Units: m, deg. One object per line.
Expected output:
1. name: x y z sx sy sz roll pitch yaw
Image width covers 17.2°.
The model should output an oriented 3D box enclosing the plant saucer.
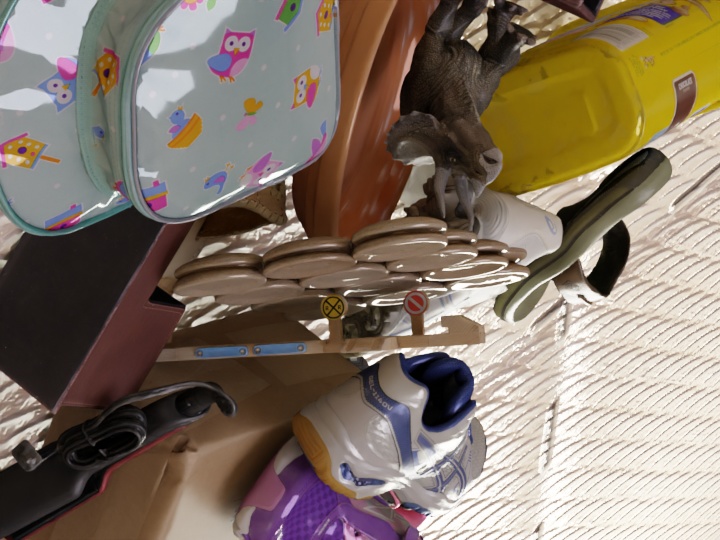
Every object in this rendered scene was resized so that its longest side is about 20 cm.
1. plant saucer: 0.006 -0.099 1.352 0.200 0.037 0.201 18 90 -79

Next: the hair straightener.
1. hair straightener: -0.149 0.105 1.284 0.200 0.041 0.077 -25 169 31

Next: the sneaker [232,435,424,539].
1. sneaker: -0.005 0.160 1.412 0.081 0.088 0.200 -51 153 -3

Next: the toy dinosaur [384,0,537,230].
1. toy dinosaur: 0.051 -0.106 1.328 0.102 0.077 0.200 -59 -172 14

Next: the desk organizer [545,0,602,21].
1. desk organizer: 0.135 -0.249 1.347 0.200 0.077 0.072 -65 168 4

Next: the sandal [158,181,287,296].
1. sandal: -0.073 -0.034 1.321 0.212 0.070 0.078 -57 154 5

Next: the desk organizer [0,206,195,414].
1. desk organizer: -0.118 -0.026 1.257 0.200 0.072 0.077 -59 156 9

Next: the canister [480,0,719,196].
1. canister: 0.150 -0.114 1.491 0.148 0.087 0.200 -18 -173 33

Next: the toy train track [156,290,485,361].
1. toy train track: -0.031 0.031 1.320 0.115 0.199 0.033 4 82 -80

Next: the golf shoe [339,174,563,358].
1. golf shoe: 0.050 0.008 1.471 0.097 0.079 0.200 6 159 -27

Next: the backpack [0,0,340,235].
1. backpack: -0.108 -0.107 1.084 0.200 0.153 0.176 -25 138 -26

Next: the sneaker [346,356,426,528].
1. sneaker: 0.006 0.119 1.610 0.079 0.095 0.200 -47 152 -11

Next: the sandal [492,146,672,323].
1. sandal: 0.143 -0.009 1.495 0.080 0.057 0.201 -51 -176 -31

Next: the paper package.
1. paper package: -0.103 0.133 1.432 0.200 0.103 0.191 -16 135 -53

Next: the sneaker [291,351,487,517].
1. sneaker: 0.043 0.092 1.395 0.088 0.075 0.200 -40 162 17

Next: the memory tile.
1. memory tile: 0.000 0.000 1.292 0.200 0.153 0.017 18 62 -69

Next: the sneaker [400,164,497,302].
1. sneaker: 0.068 -0.045 1.535 0.070 0.080 0.200 -47 152 -11
